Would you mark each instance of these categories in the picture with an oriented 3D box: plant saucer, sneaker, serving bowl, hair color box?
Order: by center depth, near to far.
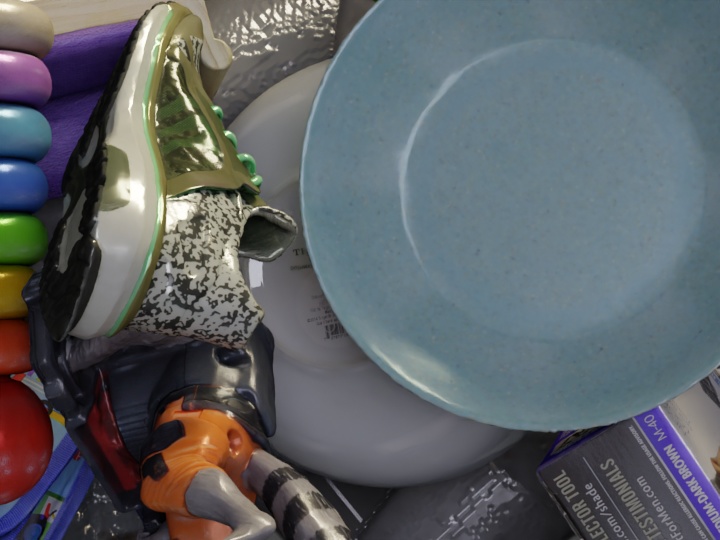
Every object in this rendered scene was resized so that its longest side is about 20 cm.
[{"bbox_3d":[-0.069,-0.031,0.691,0.088,0.077,0.200,24,36,-17],"label":"sneaker"},{"bbox_3d":[0.076,-0.035,0.700,0.200,0.039,0.202,-2,82,12],"label":"plant saucer"},{"bbox_3d":[0.000,0.000,0.772,0.199,0.066,0.201,0,91,23],"label":"serving bowl"},{"bbox_3d":[0.147,0.091,0.772,0.065,0.200,0.110,-34,90,20],"label":"hair color box"}]

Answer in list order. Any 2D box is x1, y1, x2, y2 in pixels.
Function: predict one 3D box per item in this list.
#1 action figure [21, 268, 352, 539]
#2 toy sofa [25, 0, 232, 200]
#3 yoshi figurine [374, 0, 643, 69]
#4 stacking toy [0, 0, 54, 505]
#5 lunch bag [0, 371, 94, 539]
[{"bbox_3d":[-0.051,0.085,0.698,0.104,0.200,0.194,-22,45,3],"label":"action figure"},{"bbox_3d":[-0.160,-0.077,0.792,0.199,0.083,0.098,-14,84,-13],"label":"toy sofa"},{"bbox_3d":[0.102,-0.131,0.773,0.199,0.112,0.112,16,86,-1],"label":"yoshi figurine"},{"bbox_3d":[-0.160,-0.005,0.701,0.085,0.085,0.201,-4,87,-12],"label":"stacking toy"},{"bbox_3d":[-0.205,0.092,0.752,0.150,0.094,0.200,23,66,13],"label":"lunch bag"}]
